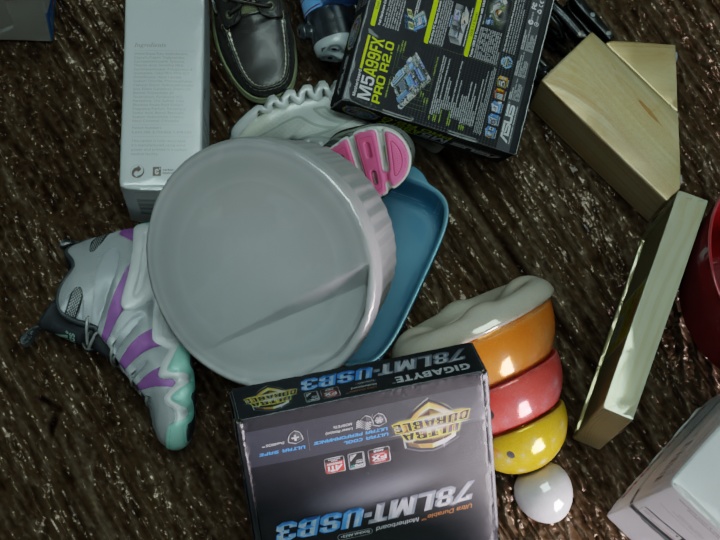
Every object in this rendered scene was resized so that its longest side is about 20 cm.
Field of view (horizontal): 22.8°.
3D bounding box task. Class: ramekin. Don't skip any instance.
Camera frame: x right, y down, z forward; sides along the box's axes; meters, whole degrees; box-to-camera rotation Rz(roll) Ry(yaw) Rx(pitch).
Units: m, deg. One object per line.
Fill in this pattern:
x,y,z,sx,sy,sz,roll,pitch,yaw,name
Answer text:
-0.063,-0.013,1.425,0.202,0.094,0.203,6,105,21,ramekin

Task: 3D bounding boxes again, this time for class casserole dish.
0.000,0.000,1.521,0.121,0.039,0.200,20,71,19,casserole dish

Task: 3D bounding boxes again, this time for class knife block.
0.190,-0.150,1.582,0.175,0.064,0.200,2,74,-4,knife block

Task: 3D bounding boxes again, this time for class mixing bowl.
0.345,0.022,1.508,0.200,0.108,0.200,11,64,-24,mixing bowl

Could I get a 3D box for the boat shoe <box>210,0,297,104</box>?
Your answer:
-0.104,-0.246,1.578,0.073,0.065,0.200,-16,74,-1,boat shoe

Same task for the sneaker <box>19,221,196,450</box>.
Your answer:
-0.212,0.061,1.482,0.140,0.078,0.200,-8,65,-6,sneaker

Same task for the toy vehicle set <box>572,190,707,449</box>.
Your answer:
0.233,0.044,1.498,0.026,0.124,0.200,21,73,1,toy vehicle set

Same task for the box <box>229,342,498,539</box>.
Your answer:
0.007,0.166,1.416,0.200,0.199,0.050,-11,31,-8,box

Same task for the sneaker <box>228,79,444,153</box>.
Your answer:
-0.014,-0.125,1.555,0.200,0.075,0.081,-12,85,-7,sneaker

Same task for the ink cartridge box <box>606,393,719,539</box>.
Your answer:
0.295,0.161,1.431,0.084,0.200,0.145,44,75,5,ink cartridge box

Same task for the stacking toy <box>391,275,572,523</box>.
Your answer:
0.127,0.117,1.480,0.146,0.146,0.200,-26,93,-12,stacking toy

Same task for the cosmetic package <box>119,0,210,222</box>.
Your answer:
-0.165,-0.149,1.528,0.074,0.102,0.200,1,75,-2,cosmetic package

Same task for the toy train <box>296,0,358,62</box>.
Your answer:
-0.013,-0.268,1.580,0.114,0.087,0.200,-9,73,-15,toy train

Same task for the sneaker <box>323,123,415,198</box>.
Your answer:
-0.034,-0.068,1.501,0.200,0.087,0.074,-28,93,24,sneaker

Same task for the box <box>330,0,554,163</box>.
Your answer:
0.076,-0.210,1.518,0.160,0.044,0.200,16,80,-13,box

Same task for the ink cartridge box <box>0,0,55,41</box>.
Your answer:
-0.300,-0.315,1.556,0.067,0.116,0.200,2,73,-4,ink cartridge box
